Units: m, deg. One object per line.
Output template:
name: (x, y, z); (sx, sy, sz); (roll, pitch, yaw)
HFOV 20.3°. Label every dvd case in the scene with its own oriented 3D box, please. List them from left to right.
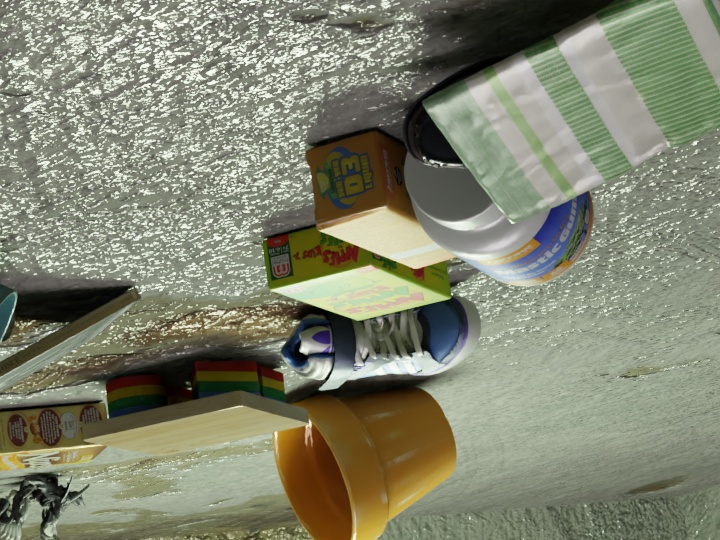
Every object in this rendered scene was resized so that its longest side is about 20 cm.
dvd case: (-0.311, 0.084, 1.885); (0.200, 0.016, 0.149); (-31, 179, -29)

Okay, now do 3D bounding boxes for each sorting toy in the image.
sorting toy: (-0.189, 0.152, 2.299); (0.199, 0.070, 0.199); (-13, 166, 19)

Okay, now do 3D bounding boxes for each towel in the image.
towel: (0.158, -0.115, 1.323); (0.199, 0.023, 0.153); (-26, 140, 13)

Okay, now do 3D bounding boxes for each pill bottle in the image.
pill bottle: (0.103, -0.057, 1.531); (0.112, 0.113, 0.200); (-13, 167, 18)

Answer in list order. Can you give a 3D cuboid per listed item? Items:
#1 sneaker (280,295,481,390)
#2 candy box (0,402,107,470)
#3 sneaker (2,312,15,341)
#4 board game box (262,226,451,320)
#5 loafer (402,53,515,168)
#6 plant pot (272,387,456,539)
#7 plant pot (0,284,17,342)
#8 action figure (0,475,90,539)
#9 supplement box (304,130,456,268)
sneaker: (0.010, 0.074, 2.076); (0.146, 0.081, 0.200); (-2, 171, -44)
candy box: (-0.409, 0.203, 2.396); (0.199, 0.056, 0.115); (-3, 165, -21)
sneaker: (-0.406, 0.092, 1.817); (0.199, 0.116, 0.074); (-4, 164, -23)
board game box: (0.000, 0.000, 1.838); (0.101, 0.048, 0.200); (-14, 165, 21)
loafer: (0.129, -0.113, 1.376); (0.199, 0.072, 0.063); (-14, -163, -9)
plant pot: (0.015, 0.237, 2.570); (0.183, 0.201, 0.200); (-20, 173, -26)
plant pot: (-0.392, 0.075, 1.661); (0.134, 0.201, 0.200); (27, 162, -2)
action figure: (-0.474, 0.351, 2.876); (0.199, 0.103, 0.119); (-16, 153, 34)
supplement box: (0.028, -0.054, 1.597); (0.069, 0.067, 0.200); (-15, 166, 24)
